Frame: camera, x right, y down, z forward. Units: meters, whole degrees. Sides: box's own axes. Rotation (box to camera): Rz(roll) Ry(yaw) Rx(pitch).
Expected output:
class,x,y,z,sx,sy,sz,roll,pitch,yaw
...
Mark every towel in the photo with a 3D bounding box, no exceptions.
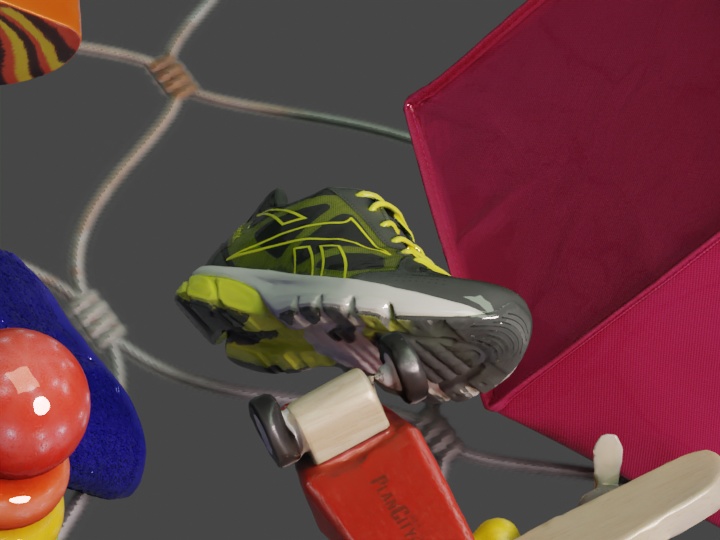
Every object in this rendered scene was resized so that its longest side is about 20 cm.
class,x,y,z,sx,sy,sz,roll,pitch,yaw
towel,-0.176,0.022,1.065,0.148,0.050,0.200,46,12,27

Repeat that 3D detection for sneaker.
class,x,y,z,sx,sy,sz,roll,pitch,yaw
sneaker,0.000,0.000,1.145,0.200,0.074,0.085,7,60,44

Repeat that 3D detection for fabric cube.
class,x,y,z,sx,sy,sz,roll,pitch,yaw
fabric cube,0.169,-0.027,1.188,0.199,0.196,0.200,27,36,-37

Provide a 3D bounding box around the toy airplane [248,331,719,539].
class,x,y,z,sx,sy,sz,roll,pitch,yaw
toy airplane,0.033,0.137,1.048,0.200,0.141,0.199,7,48,22

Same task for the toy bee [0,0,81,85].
class,x,y,z,sx,sy,sz,roll,pitch,yaw
toy bee,-0.238,-0.142,1.250,0.200,0.109,0.131,42,32,-18

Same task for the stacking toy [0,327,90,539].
class,x,y,z,sx,sy,sz,roll,pitch,yaw
stacking toy,-0.141,0.096,0.978,0.085,0.200,0.085,13,45,-13
